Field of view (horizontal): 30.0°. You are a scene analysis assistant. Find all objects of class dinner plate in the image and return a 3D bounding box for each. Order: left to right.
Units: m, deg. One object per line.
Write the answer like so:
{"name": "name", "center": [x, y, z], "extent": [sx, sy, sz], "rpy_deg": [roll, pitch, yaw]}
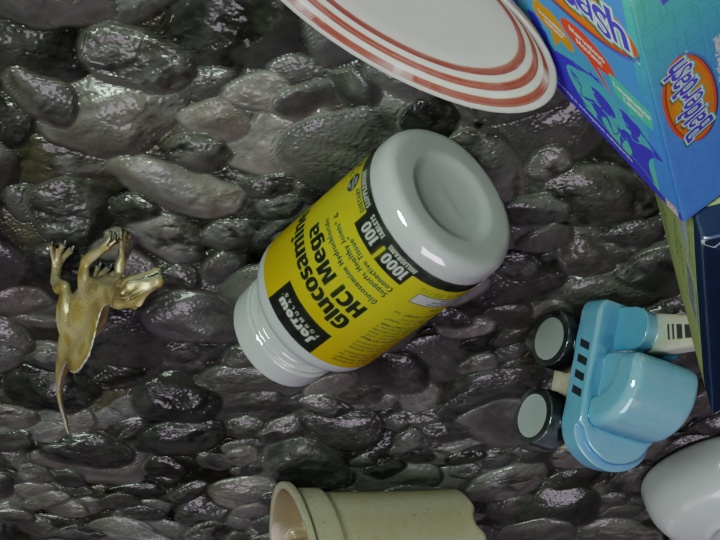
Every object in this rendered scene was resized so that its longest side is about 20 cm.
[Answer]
{"name": "dinner plate", "center": [0.019, -0.148, 0.718], "extent": [0.199, 0.024, 0.200], "rpy_deg": [27, 170, 5]}

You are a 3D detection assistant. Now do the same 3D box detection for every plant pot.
{"name": "plant pot", "center": [0.022, 0.292, 1.310], "extent": [0.182, 0.202, 0.201], "rpy_deg": [-7, 147, -17]}

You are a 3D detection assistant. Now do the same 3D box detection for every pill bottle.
{"name": "pill bottle", "center": [0.000, 0.000, 0.930], "extent": [0.112, 0.113, 0.200], "rpy_deg": [21, 138, -32]}

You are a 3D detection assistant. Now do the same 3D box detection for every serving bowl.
{"name": "serving bowl", "center": [0.387, 0.236, 1.356], "extent": [0.198, 0.066, 0.201], "rpy_deg": [-3, 146, -2]}

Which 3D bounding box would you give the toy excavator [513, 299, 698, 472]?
{"name": "toy excavator", "center": [0.232, 0.062, 1.042], "extent": [0.099, 0.196, 0.199], "rpy_deg": [20, 167, -30]}

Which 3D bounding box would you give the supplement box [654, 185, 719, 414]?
{"name": "supplement box", "center": [0.248, -0.058, 0.796], "extent": [0.133, 0.201, 0.200], "rpy_deg": [-12, 145, 9]}

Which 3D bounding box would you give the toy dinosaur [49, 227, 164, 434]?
{"name": "toy dinosaur", "center": [-0.201, 0.033, 0.964], "extent": [0.058, 0.102, 0.200], "rpy_deg": [14, 141, -25]}

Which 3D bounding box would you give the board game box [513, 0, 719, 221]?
{"name": "board game box", "center": [0.110, -0.128, 0.632], "extent": [0.045, 0.152, 0.200], "rpy_deg": [-37, 149, 0]}
